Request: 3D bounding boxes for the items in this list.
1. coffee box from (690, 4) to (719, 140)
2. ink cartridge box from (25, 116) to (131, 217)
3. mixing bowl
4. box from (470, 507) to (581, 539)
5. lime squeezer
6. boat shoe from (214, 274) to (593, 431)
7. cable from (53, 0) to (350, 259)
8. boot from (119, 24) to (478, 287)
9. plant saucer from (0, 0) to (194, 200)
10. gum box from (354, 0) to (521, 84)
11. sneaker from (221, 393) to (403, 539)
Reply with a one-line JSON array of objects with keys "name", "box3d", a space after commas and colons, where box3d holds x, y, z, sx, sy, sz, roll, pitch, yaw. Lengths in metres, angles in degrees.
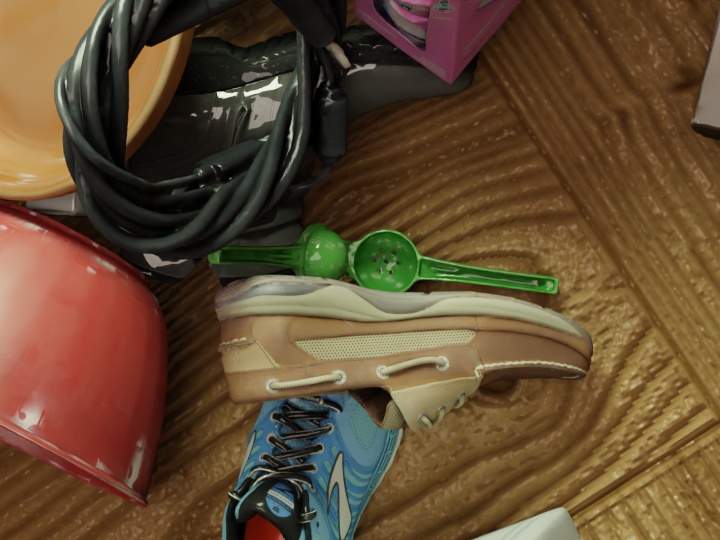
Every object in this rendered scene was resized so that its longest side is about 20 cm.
[{"name": "coffee box", "box3d": [0.244, -0.153, 0.902, 0.114, 0.080, 0.200, 13, 93, 13]}, {"name": "ink cartridge box", "box3d": [-0.142, -0.128, 0.986, 0.037, 0.095, 0.200, 5, 91, 16]}, {"name": "mixing bowl", "box3d": [-0.178, 0.032, 0.959, 0.200, 0.200, 0.108, 23, 78, 12]}, {"name": "box", "box3d": [0.065, 0.238, 0.883, 0.131, 0.199, 0.200, -22, 85, 13]}, {"name": "lime squeezer", "box3d": [0.000, 0.000, 0.953, 0.200, 0.071, 0.038, 6, 110, -28]}, {"name": "boat shoe", "box3d": [0.022, 0.048, 0.930, 0.200, 0.076, 0.072, 5, 79, -14]}, {"name": "cable", "box3d": [-0.062, -0.089, 0.845, 0.051, 0.200, 0.163, 27, 113, 29]}, {"name": "boot", "box3d": [-0.034, -0.061, 0.982, 0.200, 0.070, 0.132, -3, 105, 4]}, {"name": "plant saucer", "box3d": [-0.156, -0.134, 0.915, 0.200, 0.037, 0.200, 0, 89, 34]}, {"name": "gum box", "box3d": [0.075, -0.194, 0.895, 0.066, 0.114, 0.200, 37, 78, 10]}, {"name": "sneaker", "box3d": [-0.029, 0.111, 0.961, 0.078, 0.090, 0.200, 9, 88, 13]}]
